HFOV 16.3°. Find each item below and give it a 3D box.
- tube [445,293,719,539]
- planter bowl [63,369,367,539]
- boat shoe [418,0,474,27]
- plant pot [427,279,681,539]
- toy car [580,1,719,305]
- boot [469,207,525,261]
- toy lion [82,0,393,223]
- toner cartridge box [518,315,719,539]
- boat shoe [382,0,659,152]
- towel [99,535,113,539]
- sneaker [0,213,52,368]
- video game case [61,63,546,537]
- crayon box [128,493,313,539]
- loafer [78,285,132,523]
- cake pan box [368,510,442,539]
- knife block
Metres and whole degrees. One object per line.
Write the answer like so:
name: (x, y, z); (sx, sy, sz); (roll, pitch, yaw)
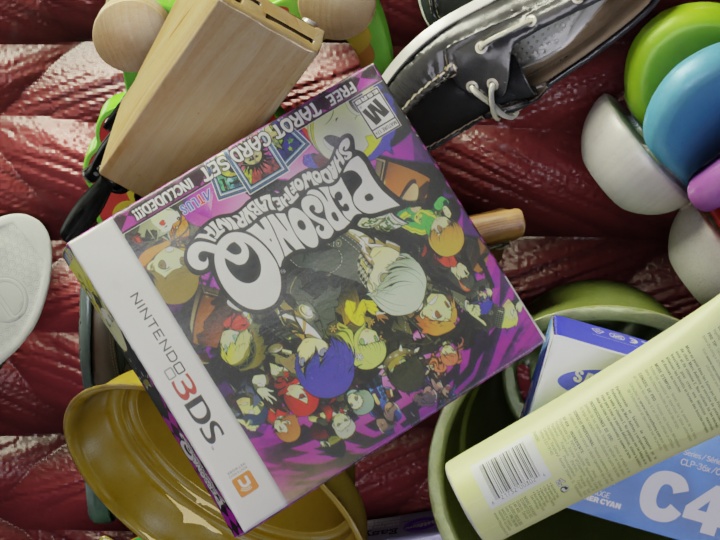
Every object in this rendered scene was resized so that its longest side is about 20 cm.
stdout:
tube: (0.143, 0.078, 1.331); (0.199, 0.052, 0.058); (-30, 143, 7)
planter bowl: (-0.066, 0.104, 1.458); (0.200, 0.084, 0.201); (22, 146, 16)
boat shoe: (0.083, -0.224, 1.475); (0.074, 0.066, 0.200); (24, 106, -5)
plant pot: (0.144, 0.089, 1.498); (0.199, 0.190, 0.201); (1, 106, 4)
toy car: (0.235, -0.066, 1.468); (0.175, 0.150, 0.200); (-39, 100, 13)
boot: (0.000, 0.000, 1.470); (0.199, 0.188, 0.069); (-10, 81, -3)
toy lion: (-0.074, -0.090, 1.532); (0.199, 0.069, 0.193); (-9, 112, 6)
toner cartridge box: (0.187, 0.099, 1.377); (0.199, 0.043, 0.095); (16, 105, -1)
boat shoe: (0.089, -0.125, 1.488); (0.200, 0.074, 0.060); (-36, 57, 2)
towel: (-0.134, 0.271, 1.545); (0.143, 0.023, 0.201); (22, 111, -1)
sneaker: (-0.262, 0.056, 1.580); (0.071, 0.099, 0.201); (29, 75, -15)
video game case: (-0.029, 0.014, 1.352); (0.200, 0.036, 0.182); (-31, 87, -15)
crayon box: (-0.089, 0.215, 1.569); (0.199, 0.058, 0.119); (-22, 102, 10)
loafer: (-0.141, 0.067, 1.573); (0.063, 0.072, 0.201); (2, 117, 2)
cake pan box: (-0.012, 0.264, 1.632); (0.183, 0.052, 0.201); (-7, 105, 9)
knife block: (-0.104, -0.072, 1.418); (0.064, 0.200, 0.176); (27, 87, -15)
